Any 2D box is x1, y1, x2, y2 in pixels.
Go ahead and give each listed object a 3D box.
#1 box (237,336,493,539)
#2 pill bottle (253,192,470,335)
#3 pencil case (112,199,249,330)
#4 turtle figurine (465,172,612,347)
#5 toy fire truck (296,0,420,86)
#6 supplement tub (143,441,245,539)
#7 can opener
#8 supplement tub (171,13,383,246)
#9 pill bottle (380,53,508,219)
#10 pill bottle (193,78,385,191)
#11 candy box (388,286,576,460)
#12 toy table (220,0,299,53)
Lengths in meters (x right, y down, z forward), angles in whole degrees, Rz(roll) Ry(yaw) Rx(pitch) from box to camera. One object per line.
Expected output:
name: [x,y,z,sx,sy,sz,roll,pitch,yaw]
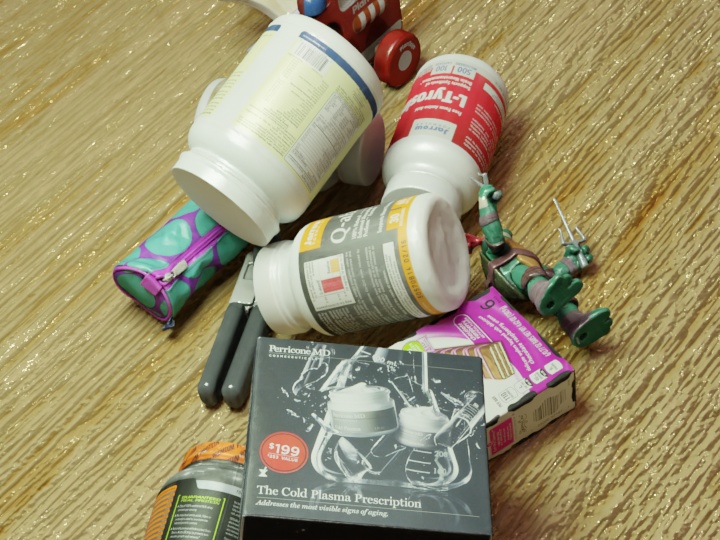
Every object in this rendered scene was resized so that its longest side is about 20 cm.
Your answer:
box: [0.001,0.163,1.172,0.197,0.105,0.184,5,45,-5]
pill bottle: [0.000,0.000,1.403,0.198,0.117,0.117,-13,43,27]
pencil case: [-0.167,-0.033,1.512,0.200,0.085,0.092,-46,18,-27]
turtle figurine: [0.169,-0.010,1.420,0.148,0.101,0.201,19,23,-33]
toy fire truck: [-0.024,-0.279,1.655,0.111,0.169,0.200,30,59,33]
supplement tub: [-0.131,0.256,1.217,0.121,0.123,0.202,2,48,13]
can opener: [-0.120,0.042,1.449,0.053,0.067,0.202,4,49,16]
supplement tub: [-0.085,-0.141,1.440,0.144,0.145,0.201,28,74,32]
pill bottle: [0.088,-0.130,1.534,0.111,0.113,0.202,7,49,17]
pill bottle: [-0.077,-0.149,1.586,0.197,0.112,0.112,10,50,19]
candy box: [0.086,0.118,1.342,0.198,0.061,0.136,-30,49,-16]
toy table: [-0.094,-0.358,1.743,0.183,0.117,0.200,-26,18,49]
